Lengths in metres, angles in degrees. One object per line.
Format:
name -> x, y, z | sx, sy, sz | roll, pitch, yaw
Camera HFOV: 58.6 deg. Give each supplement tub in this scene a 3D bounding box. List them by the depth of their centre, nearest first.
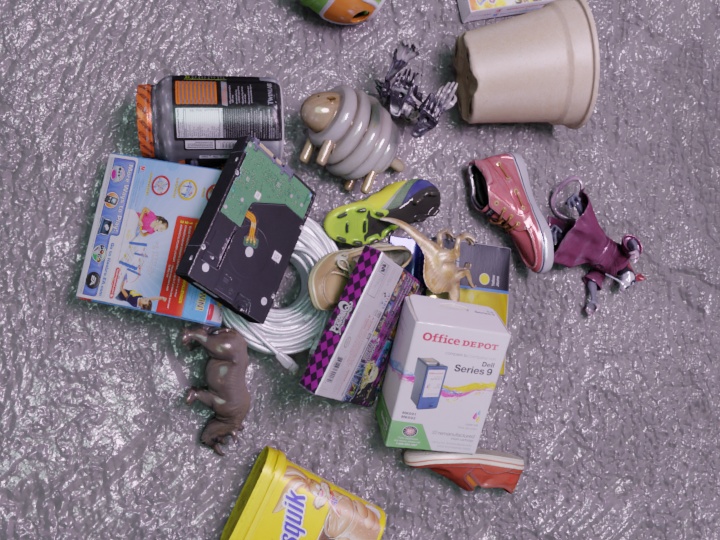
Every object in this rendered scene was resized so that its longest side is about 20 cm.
supplement tub -> -0.209, -0.209, 0.903 | 0.194, 0.122, 0.127 | -2, 85, -13

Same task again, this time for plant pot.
plant pot -> 0.244, -0.311, 0.997 | 0.178, 0.200, 0.207 | -9, 87, -3

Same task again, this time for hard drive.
hard drive -> -0.144, -0.052, 0.840 | 0.139, 0.037, 0.205 | 38, 65, -43

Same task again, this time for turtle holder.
turtle holder -> -0.023, -0.461, 0.978 | 0.129, 0.141, 0.189 | 25, 39, -24

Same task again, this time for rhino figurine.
rhino figurine -> -0.196, 0.170, 0.888 | 0.085, 0.060, 0.206 | -1, 108, -6

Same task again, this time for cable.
cable -> -0.117, 0.018, 0.932 | 0.197, 0.069, 0.203 | 33, 78, -8

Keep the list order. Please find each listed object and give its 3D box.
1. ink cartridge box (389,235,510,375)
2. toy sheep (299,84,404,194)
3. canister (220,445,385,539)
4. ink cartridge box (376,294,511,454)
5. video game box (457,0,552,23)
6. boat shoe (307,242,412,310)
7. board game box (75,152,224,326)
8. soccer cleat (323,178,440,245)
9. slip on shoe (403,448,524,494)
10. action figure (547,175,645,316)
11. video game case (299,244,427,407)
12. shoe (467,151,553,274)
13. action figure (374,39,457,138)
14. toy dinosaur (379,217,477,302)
ink cartridge box -> 0.136, 0.053, 1.002 | 0.194, 0.047, 0.204 | 6, 84, -15
toy sheep -> -0.009, -0.194, 0.950 | 0.198, 0.136, 0.141 | 28, 77, -39
canister -> -0.078, 0.361, 0.901 | 0.197, 0.086, 0.151 | 29, 79, -11
ink cartridge box -> 0.115, 0.151, 0.924 | 0.141, 0.088, 0.206 | 9, 110, -12
video game box -> 0.234, -0.534, 1.078 | 0.177, 0.047, 0.206 | -13, 88, -12
boat shoe -> 0.001, 0.002, 0.912 | 0.199, 0.062, 0.075 | -20, 99, -52
board game box -> -0.266, -0.043, 0.873 | 0.190, 0.056, 0.206 | 10, 82, 11
soccer cleat -> 0.029, -0.091, 0.972 | 0.195, 0.084, 0.066 | -19, 122, -21
slip on shoe -> 0.157, 0.302, 0.972 | 0.194, 0.074, 0.063 | 12, 85, -17
action figure -> 0.386, -0.030, 1.059 | 0.197, 0.134, 0.151 | 29, 36, -21
video game case -> 0.012, 0.086, 0.897 | 0.035, 0.181, 0.204 | 24, 87, 30
shoe -> 0.233, -0.087, 1.016 | 0.089, 0.071, 0.206 | -11, 79, -21
action figure -> 0.082, -0.260, 0.932 | 0.118, 0.201, 0.103 | 34, 109, -12
toy dinosaur -> 0.120, -0.019, 0.944 | 0.101, 0.058, 0.202 | -41, 105, -29
